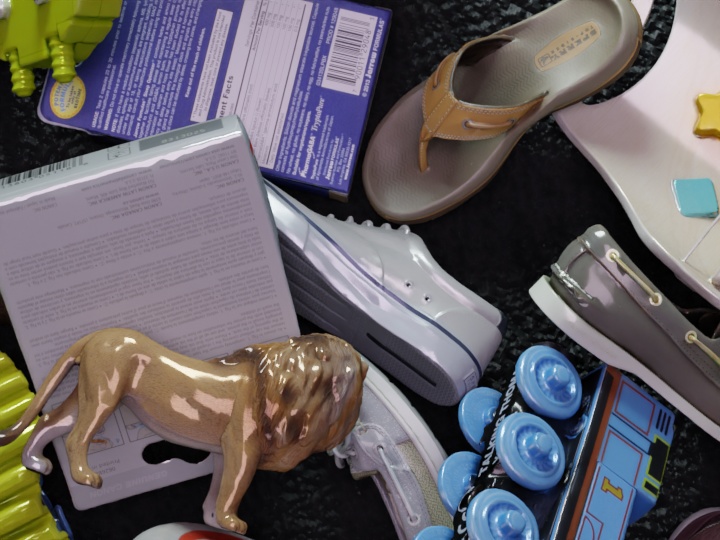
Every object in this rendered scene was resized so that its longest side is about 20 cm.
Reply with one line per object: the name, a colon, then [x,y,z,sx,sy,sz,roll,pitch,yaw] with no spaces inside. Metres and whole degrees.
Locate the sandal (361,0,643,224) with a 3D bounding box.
sandal: [0.079,-0.108,1.157,0.200,0.054,0.080,-35,66,12]

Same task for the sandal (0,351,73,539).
sandal: [-0.214,0.132,1.119,0.079,0.087,0.201,-19,95,-17]

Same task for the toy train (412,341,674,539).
toy train: [0.105,0.132,1.075,0.114,0.087,0.200,35,48,-13]

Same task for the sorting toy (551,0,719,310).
sorting toy: [0.215,-0.101,1.157,0.180,0.107,0.200,39,93,15]

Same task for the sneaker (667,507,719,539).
sneaker: [0.196,0.197,1.070,0.076,0.115,0.200,48,54,-11]

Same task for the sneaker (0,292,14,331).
sneaker: [-0.162,0.035,1.149,0.199,0.070,0.076,10,77,1]

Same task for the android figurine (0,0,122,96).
android figurine: [-0.196,-0.207,1.145,0.041,0.182,0.201,-2,87,-42]

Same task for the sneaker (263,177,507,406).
sneaker: [0.000,0.000,1.164,0.200,0.073,0.071,39,59,6]

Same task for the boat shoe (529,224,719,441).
boat shoe: [0.193,0.047,1.122,0.201,0.072,0.060,34,102,-18]

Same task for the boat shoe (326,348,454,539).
boat shoe: [0.025,0.133,1.140,0.065,0.074,0.202,-32,91,-8]

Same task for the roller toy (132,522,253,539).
roller toy: [-0.075,0.241,1.053,0.182,0.200,0.140,34,100,32]

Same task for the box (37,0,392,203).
box: [-0.090,-0.125,1.188,0.199,0.032,0.122,14,83,0]

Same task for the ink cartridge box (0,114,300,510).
ink cartridge box: [-0.119,0.025,1.116,0.162,0.050,0.201,-16,113,-3]

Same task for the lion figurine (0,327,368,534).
lion figurine: [-0.101,0.074,1.070,0.199,0.072,0.123,18,80,-7]
